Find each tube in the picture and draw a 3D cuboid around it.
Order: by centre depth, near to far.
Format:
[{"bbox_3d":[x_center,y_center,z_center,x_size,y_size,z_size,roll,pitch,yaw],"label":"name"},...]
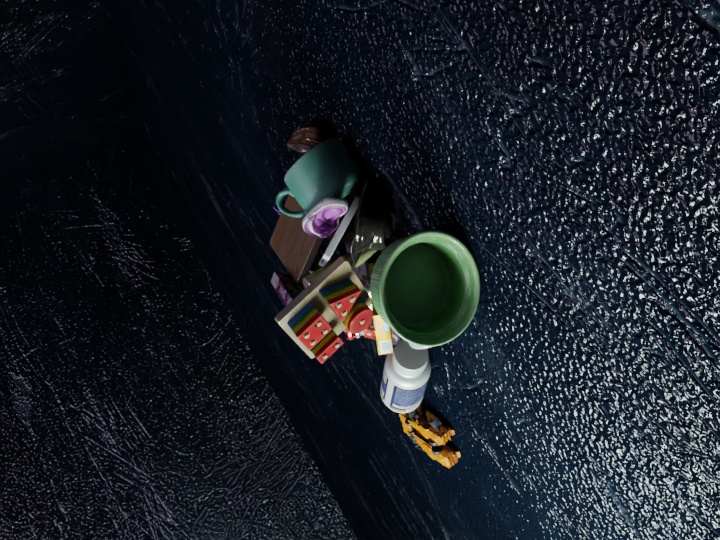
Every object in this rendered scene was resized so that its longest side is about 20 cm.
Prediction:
[{"bbox_3d":[-0.039,-0.011,1.546,0.058,0.197,0.053,44,156,34],"label":"tube"}]

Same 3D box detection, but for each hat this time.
[{"bbox_3d":[0.032,-0.089,1.439,0.201,0.078,0.207,10,-90,-85],"label":"hat"}]

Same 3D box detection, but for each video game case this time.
[{"bbox_3d":[-0.047,-0.082,1.529,0.017,0.146,0.200,29,172,-3],"label":"video game case"},{"bbox_3d":[-0.104,0.073,1.682,0.181,0.195,0.037,49,120,54],"label":"video game case"}]

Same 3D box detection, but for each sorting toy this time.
[{"bbox_3d":[-0.062,0.102,1.523,0.070,0.198,0.201,44,173,34],"label":"sorting toy"},{"bbox_3d":[-0.130,-0.103,1.718,0.199,0.068,0.204,48,119,48],"label":"sorting toy"}]

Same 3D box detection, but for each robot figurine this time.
[{"bbox_3d":[0.167,0.406,1.735,0.199,0.057,0.148,28,139,56],"label":"robot figurine"}]

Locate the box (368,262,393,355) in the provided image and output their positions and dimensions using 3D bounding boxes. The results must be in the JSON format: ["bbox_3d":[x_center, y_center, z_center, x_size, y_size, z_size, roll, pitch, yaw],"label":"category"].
[{"bbox_3d":[0.046,0.076,1.571,0.203,0.040,0.121,-91,-7,-50],"label":"box"}]

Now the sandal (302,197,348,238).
[{"bbox_3d":[-0.078,-0.098,1.455,0.203,0.080,0.051,126,144,-68],"label":"sandal"}]

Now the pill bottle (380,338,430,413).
[{"bbox_3d":[0.107,0.243,1.616,0.112,0.109,0.202,51,156,27],"label":"pill bottle"}]

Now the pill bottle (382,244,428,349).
[{"bbox_3d":[0.114,0.041,1.368,0.110,0.109,0.205,6,120,65],"label":"pill bottle"}]

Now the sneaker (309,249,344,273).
[{"bbox_3d":[-0.041,-0.004,1.749,0.196,0.083,0.075,26,152,22],"label":"sneaker"}]

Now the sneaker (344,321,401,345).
[{"bbox_3d":[0.023,0.152,1.714,0.201,0.106,0.069,38,149,48],"label":"sneaker"}]

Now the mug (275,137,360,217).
[{"bbox_3d":[-0.082,-0.184,1.499,0.116,0.151,0.185,54,137,5],"label":"mug"}]

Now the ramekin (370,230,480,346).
[{"bbox_3d":[0.111,0.029,1.255,0.205,0.196,0.097,67,165,-10],"label":"ramekin"}]

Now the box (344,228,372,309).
[{"bbox_3d":[0.000,0.000,1.648,0.042,0.037,0.205,-75,-24,-64],"label":"box"}]

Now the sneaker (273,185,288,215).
[{"bbox_3d":[-0.207,-0.177,1.914,0.081,0.082,0.202,54,158,21],"label":"sneaker"}]

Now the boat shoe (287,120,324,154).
[{"bbox_3d":[-0.120,-0.306,1.596,0.200,0.074,0.074,-141,66,-66],"label":"boat shoe"}]
